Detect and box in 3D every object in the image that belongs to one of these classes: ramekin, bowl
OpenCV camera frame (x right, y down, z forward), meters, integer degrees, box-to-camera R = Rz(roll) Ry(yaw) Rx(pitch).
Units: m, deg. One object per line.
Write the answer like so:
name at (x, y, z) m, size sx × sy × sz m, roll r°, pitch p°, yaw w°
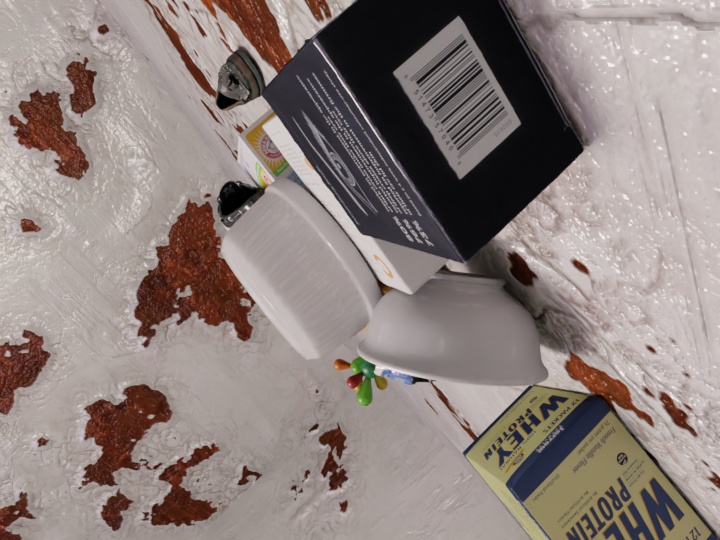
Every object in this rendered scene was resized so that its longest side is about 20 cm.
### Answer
ramekin at (-0.073, 0.006, 0.670) m, size 0.200 × 0.105 × 0.201 m, roll 47°, pitch 165°, yaw 16°
bowl at (0.097, 0.049, 0.596) m, size 0.195 × 0.093 × 0.201 m, roll 7°, pitch -177°, yaw 0°

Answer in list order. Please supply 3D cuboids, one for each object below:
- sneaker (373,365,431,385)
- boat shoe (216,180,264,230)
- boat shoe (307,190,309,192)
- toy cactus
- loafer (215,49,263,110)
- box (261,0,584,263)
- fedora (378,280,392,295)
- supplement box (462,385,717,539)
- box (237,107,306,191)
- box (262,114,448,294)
sneaker at (0.102, 0.136, 0.904) m, size 0.088 × 0.081 × 0.198 m, roll 26°, pitch -157°, yaw 26°
boat shoe at (-0.171, -0.095, 0.826) m, size 0.067 × 0.074 × 0.199 m, roll 54°, pitch 171°, yaw -30°
boat shoe at (-0.101, -0.074, 0.961) m, size 0.070 × 0.206 × 0.064 m, roll 4°, pitch 174°, yaw 39°
toy cactus at (0.020, 0.105, 0.937) m, size 0.100 × 0.203 × 0.166 m, roll 20°, pitch 151°, yaw 12°
loafer at (-0.202, -0.293, 0.936) m, size 0.072 × 0.063 × 0.200 m, roll 51°, pitch 172°, yaw -13°
box at (0.025, -0.105, 0.396) m, size 0.149 × 0.104 × 0.200 m, roll 52°, pitch 172°, yaw -19°
fedora at (0.078, 0.043, 0.827) m, size 0.201 × 0.081 × 0.201 m, roll 49°, pitch 172°, yaw 9°
supplement box at (0.249, 0.260, 0.672) m, size 0.201 × 0.134 × 0.200 m, roll 50°, pitch 172°, yaw 2°
box at (-0.097, -0.159, 0.796) m, size 0.102 × 0.112 × 0.200 m, roll 50°, pitch 171°, yaw -9°
box at (0.007, -0.093, 0.570) m, size 0.202 × 0.097 × 0.124 m, roll 54°, pitch 171°, yaw -17°
